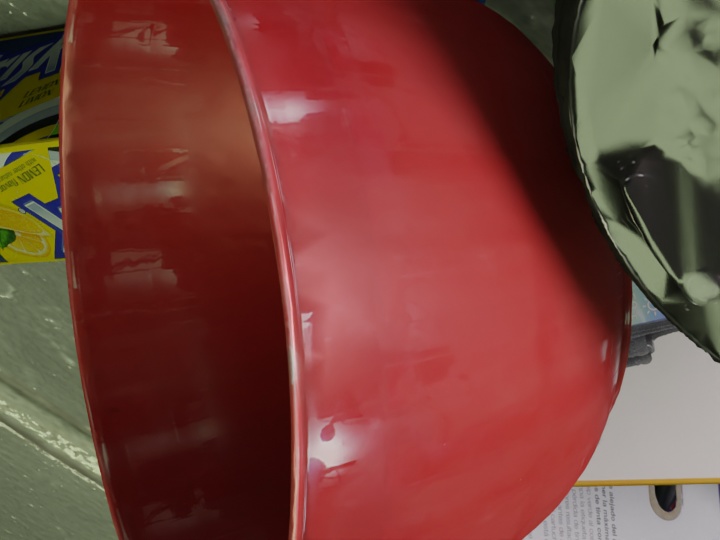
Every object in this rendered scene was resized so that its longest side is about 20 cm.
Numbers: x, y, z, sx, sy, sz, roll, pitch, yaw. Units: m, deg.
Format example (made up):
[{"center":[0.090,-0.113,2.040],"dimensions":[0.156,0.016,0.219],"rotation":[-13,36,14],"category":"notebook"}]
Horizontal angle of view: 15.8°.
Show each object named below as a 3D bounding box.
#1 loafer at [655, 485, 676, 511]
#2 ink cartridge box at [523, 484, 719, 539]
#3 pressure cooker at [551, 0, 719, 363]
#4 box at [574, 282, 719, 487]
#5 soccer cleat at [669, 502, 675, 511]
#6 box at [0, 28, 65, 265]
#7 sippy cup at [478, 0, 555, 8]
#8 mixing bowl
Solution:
[{"center":[0.081,0.074,0.908],"dimensions":[0.063,0.200,0.072],"rotation":[33,167,11],"category":"loafer"},{"center":[0.030,0.048,0.831],"dimensions":[0.199,0.197,0.043],"rotation":[14,154,-34],"category":"ink cartridge box"},{"center":[0.141,-0.077,0.615],"dimensions":[0.176,0.200,0.178],"rotation":[46,120,-9],"category":"pressure cooker"},{"center":[0.081,0.003,0.754],"dimensions":[0.199,0.120,0.041],"rotation":[-2,175,-1],"category":"box"},{"center":[0.038,0.058,0.952],"dimensions":[0.199,0.073,0.068],"rotation":[28,133,-15],"category":"soccer cleat"},{"center":[-0.107,-0.049,0.992],"dimensions":[0.199,0.064,0.070],"rotation":[-3,140,43],"category":"box"},{"center":[-0.019,-0.121,0.747],"dimensions":[0.178,0.139,0.130],"rotation":[61,-178,31],"category":"sippy cup"},{"center":[0.000,0.002,0.651],"dimensions":[0.108,0.201,0.200],"rotation":[-8,159,-20],"category":"mixing bowl"}]
